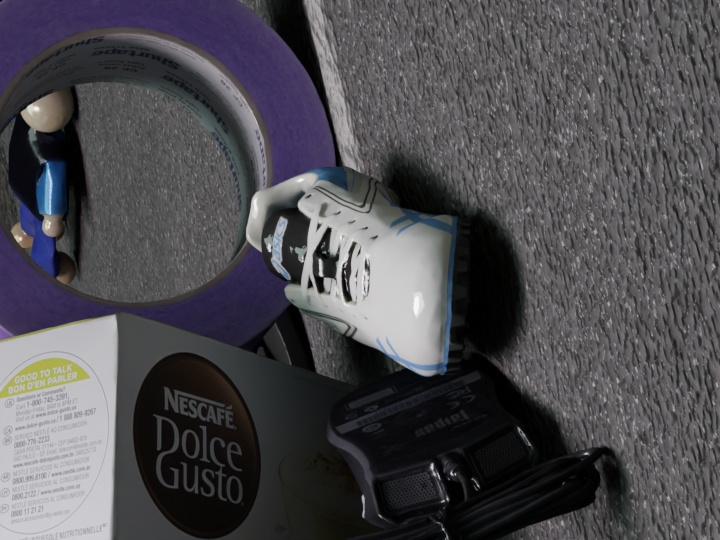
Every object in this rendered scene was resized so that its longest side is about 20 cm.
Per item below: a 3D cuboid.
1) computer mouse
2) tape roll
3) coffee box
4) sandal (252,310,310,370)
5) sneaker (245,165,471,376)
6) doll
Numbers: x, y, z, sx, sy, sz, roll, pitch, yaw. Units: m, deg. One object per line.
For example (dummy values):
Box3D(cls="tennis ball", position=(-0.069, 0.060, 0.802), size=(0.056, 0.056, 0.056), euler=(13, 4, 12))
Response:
Box3D(cls="computer mouse", position=(0.011, 0.095, 1.161), size=(0.200, 0.140, 0.046), euler=(-146, 34, -71))
Box3D(cls="tape roll", position=(-0.116, -0.040, 1.425), size=(0.085, 0.199, 0.201), euler=(135, 123, -72))
Box3D(cls="coffee box", position=(-0.115, 0.146, 1.326), size=(0.199, 0.199, 0.199), euler=(-14, 68, 36))
Box3D(cls="sandal", position=(-0.045, 0.101, 1.565), size=(0.075, 0.045, 0.201), euler=(137, 121, -74))
Box3D(cls="sneaker", position=(0.000, 0.000, 1.244), size=(0.200, 0.072, 0.072), euler=(-148, 61, -71))
Box3D(cls="doll", position=(-0.240, -0.075, 2.217), size=(0.200, 0.048, 0.137), euler=(100, 155, -56))
